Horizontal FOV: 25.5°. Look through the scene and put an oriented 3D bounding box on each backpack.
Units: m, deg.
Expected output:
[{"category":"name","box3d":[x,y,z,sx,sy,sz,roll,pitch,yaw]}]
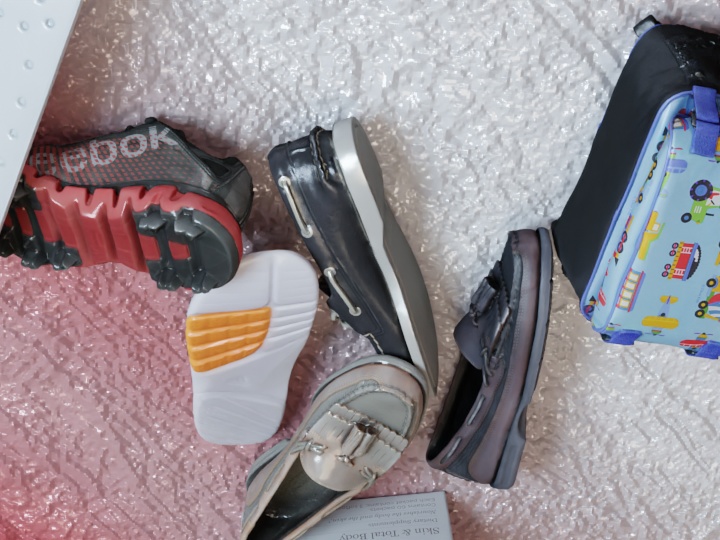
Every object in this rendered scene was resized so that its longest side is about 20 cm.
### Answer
[{"category":"backpack","box3d":[0.236,-0.035,0.946,0.198,0.135,0.184,12,121,-14]}]

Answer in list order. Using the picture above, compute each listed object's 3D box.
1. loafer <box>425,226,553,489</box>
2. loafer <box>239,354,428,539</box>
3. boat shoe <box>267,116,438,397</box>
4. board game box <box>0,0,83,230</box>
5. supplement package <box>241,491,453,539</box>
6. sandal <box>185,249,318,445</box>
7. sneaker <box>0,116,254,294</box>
[{"category":"loafer","box3d":[0.083,0.061,1.033,0.062,0.072,0.201,5,124,-2]},{"category":"loafer","box3d":[-0.020,0.128,1.032,0.072,0.063,0.200,31,137,-12]},{"category":"boat shoe","box3d":[0.000,0.000,0.986,0.060,0.074,0.201,-14,125,12]},{"category":"board game box","box3d":[-0.264,-0.122,0.883,0.199,0.026,0.201,29,118,4]},{"category":"supplement package","box3d":[0.000,0.277,1.081,0.150,0.201,0.152,-6,122,-1]},{"category":"sandal","box3d":[-0.078,0.039,1.018,0.078,0.060,0.207,1,143,-12]},{"category":"sneaker","box3d":[-0.151,-0.047,0.950,0.199,0.098,0.071,10,135,18]}]
